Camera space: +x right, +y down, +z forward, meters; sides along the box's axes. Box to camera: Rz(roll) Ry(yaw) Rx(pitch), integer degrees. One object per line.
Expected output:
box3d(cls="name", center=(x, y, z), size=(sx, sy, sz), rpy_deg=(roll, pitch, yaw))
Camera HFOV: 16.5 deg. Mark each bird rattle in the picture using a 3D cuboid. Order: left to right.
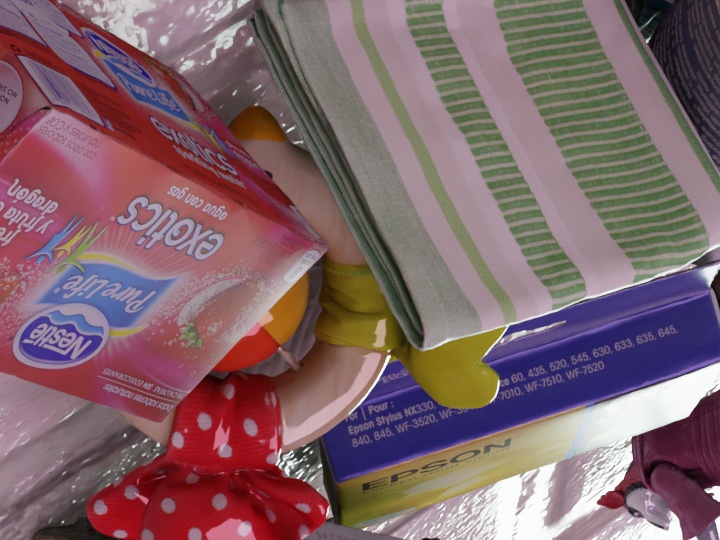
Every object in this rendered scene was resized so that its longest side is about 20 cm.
box3d(cls="bird rattle", center=(-0.042, 0.027, 0.990), size=(0.200, 0.163, 0.113), rpy_deg=(-38, -163, 11))

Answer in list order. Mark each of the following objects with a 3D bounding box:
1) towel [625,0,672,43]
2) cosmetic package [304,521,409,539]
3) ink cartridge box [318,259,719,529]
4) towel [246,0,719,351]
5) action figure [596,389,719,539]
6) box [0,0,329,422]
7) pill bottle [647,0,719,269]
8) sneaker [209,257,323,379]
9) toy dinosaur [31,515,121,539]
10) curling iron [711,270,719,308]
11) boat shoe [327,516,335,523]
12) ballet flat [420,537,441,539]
box3d(cls="towel", center=(0.120, -0.062, 1.189), size=(0.147, 0.022, 0.200), rpy_deg=(-48, 154, 15))
box3d(cls="cosmetic package", center=(-0.022, 0.176, 1.125), size=(0.199, 0.081, 0.113), rpy_deg=(17, 136, -40))
box3d(cls="ink cartridge box", center=(0.076, 0.065, 1.192), size=(0.197, 0.047, 0.200), rpy_deg=(-17, 168, -4))
box3d(cls="towel", center=(0.058, -0.057, 0.966), size=(0.199, 0.153, 0.023), rpy_deg=(-14, 162, -45))
box3d(cls="action figure", center=(0.225, 0.104, 1.506), size=(0.199, 0.134, 0.149), rpy_deg=(-23, 123, 25))
box3d(cls="box", center=(-0.109, -0.028, 0.834), size=(0.095, 0.100, 0.200), rpy_deg=(-45, 155, 9))
box3d(cls="pill bottle", center=(0.185, -0.085, 1.065), size=(0.119, 0.120, 0.200), rpy_deg=(-27, 163, -27))
box3d(cls="sneaker", center=(0.000, 0.000, 1.075), size=(0.200, 0.072, 0.072), rpy_deg=(-38, 171, -4))
box3d(cls="toy dinosaur", center=(-0.095, 0.153, 1.211), size=(0.200, 0.047, 0.088), rpy_deg=(1, 126, -59))
box3d(cls="curling iron", center=(0.186, -0.048, 1.196), size=(0.026, 0.049, 0.201), rpy_deg=(-30, 124, -57))
box3d(cls="boat shoe", center=(-0.038, 0.189, 1.235), size=(0.200, 0.074, 0.076), rpy_deg=(-31, 160, -53))
box3d(cls="ballet flat", center=(-0.016, 0.132, 1.194), size=(0.200, 0.067, 0.047), rpy_deg=(27, 86, -40))
